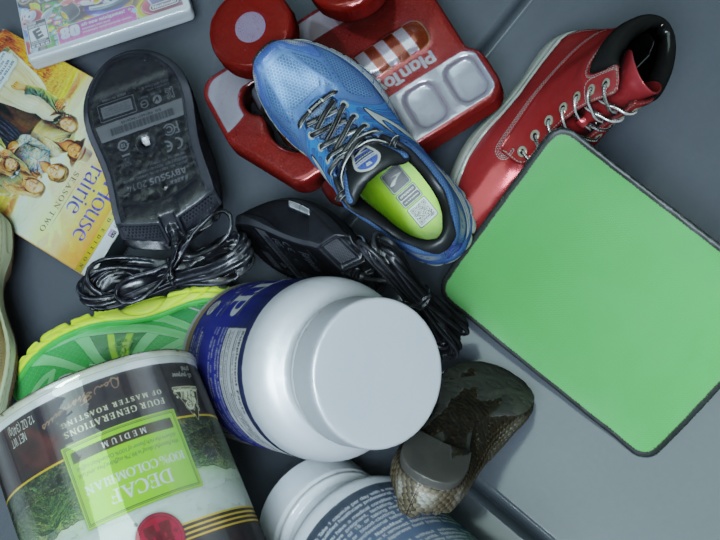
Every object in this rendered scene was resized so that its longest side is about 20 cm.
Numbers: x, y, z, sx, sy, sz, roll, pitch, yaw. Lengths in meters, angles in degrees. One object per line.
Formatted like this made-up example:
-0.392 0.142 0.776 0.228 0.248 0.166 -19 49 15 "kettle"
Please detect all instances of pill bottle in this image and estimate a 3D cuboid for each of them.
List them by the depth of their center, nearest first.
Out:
0.020 0.204 0.710 0.120 0.120 0.200 -52 40 -5 "pill bottle"
-0.034 0.064 0.733 0.119 0.200 0.121 1 87 -28 "pill bottle"

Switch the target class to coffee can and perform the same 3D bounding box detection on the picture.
-0.136 0.172 0.693 0.145 0.146 0.201 -26 74 3 "coffee can"

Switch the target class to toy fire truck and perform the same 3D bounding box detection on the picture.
-0.012 -0.142 0.836 0.199 0.112 0.169 -32 72 3 "toy fire truck"

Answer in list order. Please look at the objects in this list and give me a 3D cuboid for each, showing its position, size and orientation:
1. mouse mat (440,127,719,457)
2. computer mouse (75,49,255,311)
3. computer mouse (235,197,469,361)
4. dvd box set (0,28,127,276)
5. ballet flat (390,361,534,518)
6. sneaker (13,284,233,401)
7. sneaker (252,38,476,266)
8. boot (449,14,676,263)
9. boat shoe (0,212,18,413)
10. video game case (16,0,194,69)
0.170 0.019 0.764 0.200 0.008 0.161 39 119 6 "mouse mat"
-0.158 -0.070 0.843 0.137 0.053 0.202 -14 75 4 "computer mouse"
0.000 0.000 0.812 0.199 0.141 0.046 14 62 52 "computer mouse"
-0.257 -0.096 0.913 0.199 0.029 0.147 30 83 16 "dvd box set"
0.067 0.112 0.733 0.067 0.200 0.047 24 113 14 "ballet flat"
-0.173 0.072 0.835 0.198 0.074 0.084 -19 70 5 "sneaker"
0.003 -0.086 0.754 0.200 0.089 0.079 44 96 3 "sneaker"
0.139 -0.091 0.776 0.072 0.144 0.201 34 84 -17 "boot"
-0.306 0.032 0.820 0.071 0.076 0.202 -18 62 11 "boat shoe"
-0.232 -0.280 0.944 0.142 0.018 0.202 -17 69 1 "video game case"
